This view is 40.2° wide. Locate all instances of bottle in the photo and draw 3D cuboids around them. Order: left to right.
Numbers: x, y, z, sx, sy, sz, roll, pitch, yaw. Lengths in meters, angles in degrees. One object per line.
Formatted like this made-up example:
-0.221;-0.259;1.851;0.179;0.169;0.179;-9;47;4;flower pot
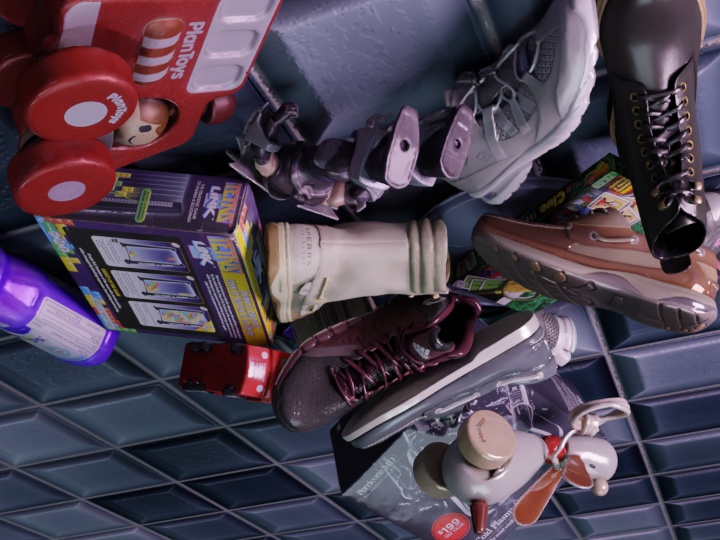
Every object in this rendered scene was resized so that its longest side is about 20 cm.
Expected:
-0.311;0.026;0.897;0.083;0.065;0.200;9;160;34;bottle

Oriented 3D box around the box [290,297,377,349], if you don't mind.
-0.003;0.089;1.030;0.082;0.068;0.200;-23;147;6;box

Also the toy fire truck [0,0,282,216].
-0.148;-0.124;0.641;0.168;0.112;0.200;-10;156;-28;toy fire truck

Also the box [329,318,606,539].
0.103;0.167;0.987;0.182;0.104;0.200;34;108;-23;box

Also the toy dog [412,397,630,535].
0.150;0.187;0.873;0.200;0.096;0.132;-4;148;-9;toy dog

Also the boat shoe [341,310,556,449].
0.078;0.110;0.856;0.200;0.073;0.062;-32;101;8;boat shoe

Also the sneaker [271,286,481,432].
0.020;0.070;0.839;0.200;0.076;0.115;-36;-167;-19;sneaker

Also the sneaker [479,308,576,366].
0.129;0.088;1.063;0.200;0.078;0.091;-34;132;29;sneaker

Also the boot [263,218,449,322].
0.000;0.000;0.852;0.154;0.072;0.200;-4;168;-1;boot

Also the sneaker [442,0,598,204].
0.101;-0.117;0.695;0.082;0.075;0.200;13;143;-13;sneaker

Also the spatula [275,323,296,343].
-0.101;0.077;1.059;0.200;0.021;0.057;-21;151;29;spatula

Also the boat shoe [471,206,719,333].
0.188;-0.012;0.788;0.200;0.072;0.076;18;164;3;boat shoe

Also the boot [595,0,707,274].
0.209;-0.103;0.667;0.077;0.138;0.200;-12;148;15;boot

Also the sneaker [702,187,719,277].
0.318;-0.013;0.909;0.095;0.079;0.200;-18;150;1;sneaker

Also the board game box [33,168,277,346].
-0.163;-0.009;0.845;0.165;0.057;0.200;5;151;6;board game box

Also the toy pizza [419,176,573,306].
0.142;-0.029;0.891;0.200;0.032;0.200;-1;147;-1;toy pizza

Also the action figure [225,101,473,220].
-0.014;-0.082;0.727;0.130;0.069;0.200;11;172;-40;action figure

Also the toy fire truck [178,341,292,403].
-0.098;0.104;0.960;0.141;0.049;0.200;13;170;-32;toy fire truck

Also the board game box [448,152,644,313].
0.178;-0.024;0.851;0.105;0.023;0.200;17;143;-30;board game box
